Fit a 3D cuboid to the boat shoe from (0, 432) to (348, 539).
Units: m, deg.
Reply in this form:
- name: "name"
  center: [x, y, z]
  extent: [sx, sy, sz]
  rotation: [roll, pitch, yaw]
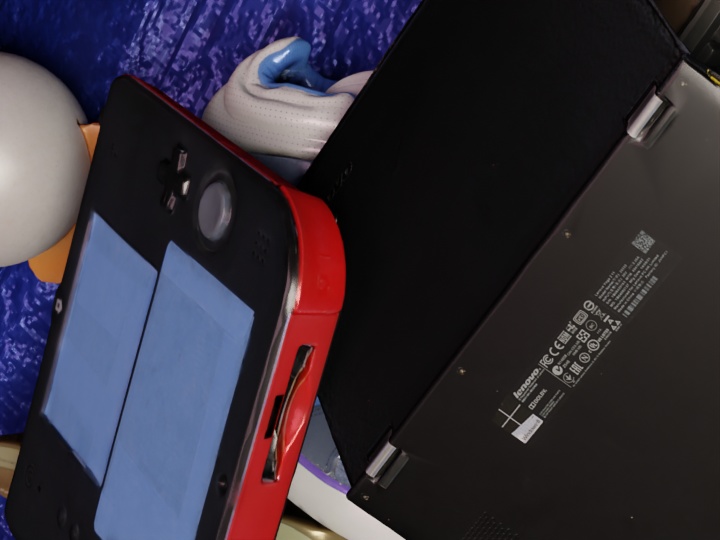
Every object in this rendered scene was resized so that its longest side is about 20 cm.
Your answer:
- name: "boat shoe"
  center: [-0.084, 0.113, 0.821]
  extent: [0.199, 0.073, 0.064]
  rotation: [12, 97, 28]

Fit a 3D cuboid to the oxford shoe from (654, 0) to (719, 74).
- name: "oxford shoe"
  center: [0.100, -0.087, 0.661]
  extent: [0.085, 0.072, 0.200]
  rotation: [52, 121, 22]

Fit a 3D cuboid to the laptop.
- name: "laptop"
  center: [0.078, 0.001, 0.633]
  extent: [0.199, 0.116, 0.188]
  rotation: [35, 118, -2]

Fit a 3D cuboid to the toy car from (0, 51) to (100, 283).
- name: "toy car"
  center: [-0.195, -0.045, 0.854]
  extent: [0.199, 0.185, 0.178]
  rotation: [27, 117, -1]

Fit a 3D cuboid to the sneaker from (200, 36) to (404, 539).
- name: "sneaker"
  center: [0.000, 0.000, 0.737]
  extent: [0.200, 0.080, 0.147]
  rotation: [45, 123, 31]

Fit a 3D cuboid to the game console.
- name: "game console"
  center: [-0.078, 0.044, 0.715]
  extent: [0.177, 0.031, 0.201]
  rotation: [34, 112, 49]
